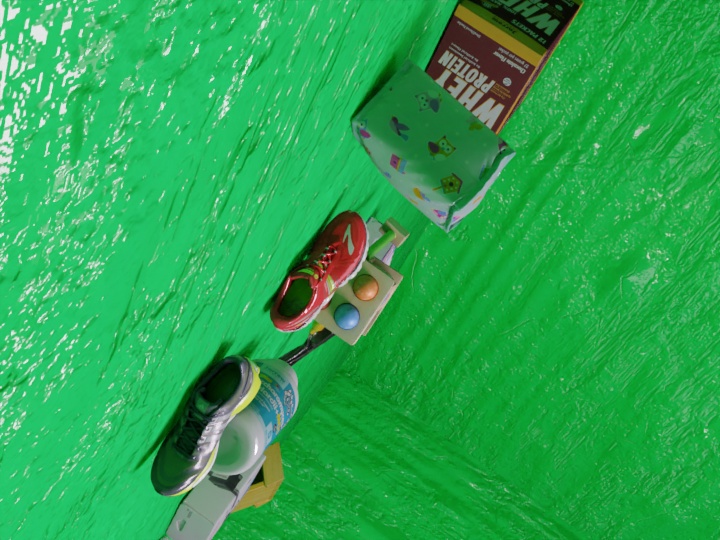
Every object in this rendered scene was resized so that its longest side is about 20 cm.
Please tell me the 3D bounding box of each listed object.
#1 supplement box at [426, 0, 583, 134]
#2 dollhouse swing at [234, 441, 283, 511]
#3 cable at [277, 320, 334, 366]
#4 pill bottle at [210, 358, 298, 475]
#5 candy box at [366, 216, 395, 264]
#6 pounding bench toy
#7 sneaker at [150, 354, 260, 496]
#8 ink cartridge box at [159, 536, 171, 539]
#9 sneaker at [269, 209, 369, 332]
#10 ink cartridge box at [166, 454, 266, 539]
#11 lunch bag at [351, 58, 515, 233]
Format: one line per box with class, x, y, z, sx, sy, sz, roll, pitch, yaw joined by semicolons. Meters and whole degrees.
supplement box;0.196;-0.312;1.148;0.200;0.132;0.198;-52;173;-42
dollhouse swing;-0.366;0.691;2.606;0.200;0.175;0.183;117;-33;-50
cable;-0.094;0.127;1.492;0.200;0.051;0.097;-37;167;26
pill bottle;-0.158;0.198;1.126;0.111;0.110;0.200;-58;175;24
candy box;-0.003;0.005;1.584;0.168;0.071;0.200;-55;174;-15
pounding bench toy;0.000;0.000;1.291;0.201;0.124;0.156;-57;174;6
sneaker;-0.200;0.185;0.975;0.201;0.074;0.081;-61;167;-18
ink cartridge box;-0.366;0.603;1.481;0.084;0.144;0.200;-55;175;-2
sneaker;-0.057;0.004;1.094;0.201;0.077;0.085;-57;169;2
ink cartridge box;-0.296;0.464;1.615;0.200;0.083;0.145;-50;172;-50
lunch bag;0.084;-0.141;0.958;0.122;0.170;0.200;-48;174;-3
